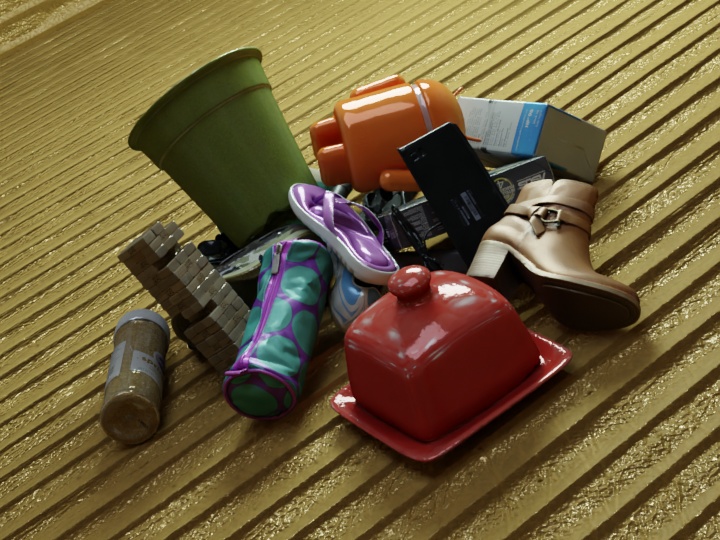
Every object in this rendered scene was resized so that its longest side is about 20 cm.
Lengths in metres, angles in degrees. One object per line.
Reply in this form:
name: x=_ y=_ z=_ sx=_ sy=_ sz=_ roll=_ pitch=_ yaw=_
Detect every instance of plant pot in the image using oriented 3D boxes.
plant pot: x=-0.148 y=-0.134 z=1.730 sx=0.199 sy=0.191 sz=0.200 roll=-35 pitch=-7 yaw=-5

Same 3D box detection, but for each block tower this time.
block tower: x=-0.175 y=0.037 z=1.569 sx=0.058 sy=0.200 sz=0.054 roll=-29 pitch=15 yaw=41

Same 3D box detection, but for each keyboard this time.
keyboard: x=0.099 y=-0.056 z=1.557 sx=0.126 sy=0.201 sz=0.021 roll=-28 pitch=-17 yaw=-8

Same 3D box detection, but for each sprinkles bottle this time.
sprinkles bottle: x=-0.257 y=0.119 z=1.635 sx=0.068 sy=0.069 sz=0.201 roll=-19 pitch=26 yaw=6

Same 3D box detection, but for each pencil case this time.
pencil case: x=-0.088 y=0.060 z=1.532 sx=0.084 sy=0.093 sz=0.201 roll=-12 pitch=44 yaw=26

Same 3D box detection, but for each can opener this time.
can opener: x=0.122 y=-0.028 z=1.606 sx=0.198 sy=0.068 sz=0.053 roll=-4 pitch=0 yaw=28

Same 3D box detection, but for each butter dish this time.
butter dish: x=0.068 y=0.064 z=1.388 sx=0.199 sy=0.149 sz=0.199 roll=-33 pitch=26 yaw=-20

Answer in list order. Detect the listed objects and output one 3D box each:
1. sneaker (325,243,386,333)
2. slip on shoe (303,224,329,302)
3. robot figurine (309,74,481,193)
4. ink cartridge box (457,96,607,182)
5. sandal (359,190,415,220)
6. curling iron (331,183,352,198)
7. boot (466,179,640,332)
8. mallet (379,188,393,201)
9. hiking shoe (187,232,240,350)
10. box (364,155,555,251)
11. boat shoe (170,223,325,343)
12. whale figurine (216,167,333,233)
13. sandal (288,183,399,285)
sneaker: x=0.000 y=0.000 z=1.649 sx=0.072 sy=0.072 sz=0.201 roll=-31 pitch=29 yaw=15
slip on shoe: x=-0.065 y=-0.023 z=1.754 sx=0.060 sy=0.077 sz=0.201 roll=-8 pitch=35 yaw=11
robot figurine: x=0.041 y=-0.161 z=1.715 sx=0.198 sy=0.118 sz=0.144 roll=-16 pitch=22 yaw=-4
ink cartridge box: x=0.189 y=-0.165 z=1.760 sx=0.199 sy=0.115 sz=0.069 roll=13 pitch=86 yaw=51
sandal: x=0.030 y=-0.091 z=1.839 sx=0.075 sy=0.043 sz=0.201 roll=-13 pitch=27 yaw=19
curling iron: x=-0.030 y=-0.103 z=1.773 sx=0.049 sy=0.026 sz=0.201 roll=-6 pitch=40 yaw=17
boot: x=0.219 y=-0.021 z=1.471 sx=0.198 sy=0.077 sz=0.156 roll=7 pitch=49 yaw=37
mallet: x=0.015 y=-0.136 z=1.826 sx=0.041 sy=0.066 sz=0.200 roll=-31 pitch=14 yaw=4
hiking shoe: x=-0.182 y=0.018 z=1.731 sx=0.075 sy=0.101 sz=0.201 roll=-15 pitch=26 yaw=17
box: x=0.112 y=-0.077 z=1.664 sx=0.198 sy=0.050 sz=0.161 roll=-21 pitch=2 yaw=-11
boat shoe: x=-0.133 y=0.013 z=1.652 sx=0.200 sy=0.072 sz=0.066 roll=-33 pitch=29 yaw=-6
whale figurine: x=-0.095 y=-0.082 z=1.877 sx=0.198 sy=0.105 sz=0.159 roll=-10 pitch=-17 yaw=-23
sandal: x=-0.010 y=-0.053 z=1.606 sx=0.082 sy=0.050 sz=0.203 roll=2 pitch=32 yaw=-39
